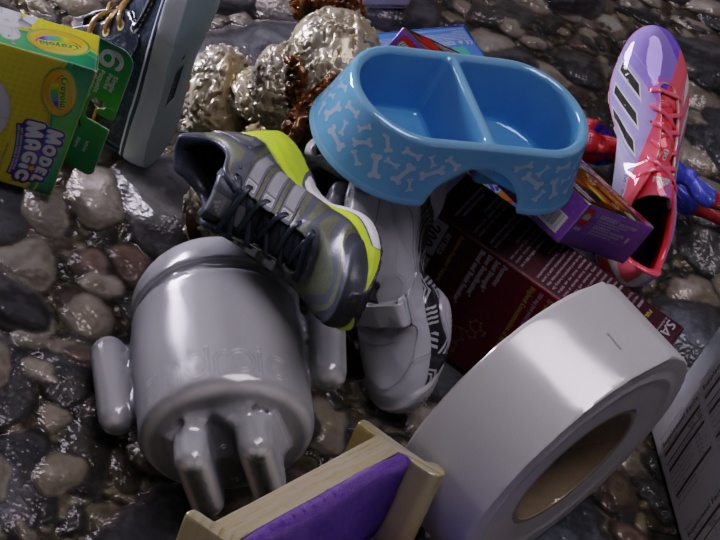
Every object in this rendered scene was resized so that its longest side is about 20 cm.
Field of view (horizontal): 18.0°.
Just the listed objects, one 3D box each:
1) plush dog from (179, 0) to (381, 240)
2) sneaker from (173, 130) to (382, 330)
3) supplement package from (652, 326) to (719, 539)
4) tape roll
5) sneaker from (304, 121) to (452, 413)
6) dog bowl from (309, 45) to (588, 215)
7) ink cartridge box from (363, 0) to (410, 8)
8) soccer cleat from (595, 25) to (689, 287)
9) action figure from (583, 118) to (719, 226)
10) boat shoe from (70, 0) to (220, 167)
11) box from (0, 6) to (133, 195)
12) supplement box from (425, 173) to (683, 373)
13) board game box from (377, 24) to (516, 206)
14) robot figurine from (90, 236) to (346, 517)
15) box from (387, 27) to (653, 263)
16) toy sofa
[{"bbox_3d":[-0.035,-0.106,1.612,0.160,0.172,0.201,13,44,-17],"label":"plush dog"},{"bbox_3d":[-0.056,-0.027,1.436,0.081,0.074,0.200,7,25,-37],"label":"sneaker"},{"bbox_3d":[0.317,0.149,1.570,0.151,0.151,0.201,8,46,-20],"label":"supplement package"},{"bbox_3d":[0.117,0.102,1.472,0.202,0.203,0.071,-23,63,-41],"label":"tape roll"},{"bbox_3d":[0.000,0.000,1.531,0.075,0.201,0.115,6,8,42],"label":"sneaker"},{"bbox_3d":[0.065,-0.097,1.511,0.199,0.050,0.112,4,46,-29],"label":"dog bowl"},{"bbox_3d":[-0.001,-0.334,1.871,0.082,0.146,0.201,-1,50,-31],"label":"ink cartridge box"},{"bbox_3d":[0.221,-0.087,1.730,0.066,0.076,0.201,9,90,-17],"label":"soccer cleat"},{"bbox_3d":[0.224,-0.087,1.805,0.199,0.065,0.052,21,81,-15],"label":"action figure"},{"bbox_3d":[-0.160,-0.165,1.585,0.091,0.201,0.071,30,41,8],"label":"boat shoe"},{"bbox_3d":[-0.263,-0.124,1.549,0.199,0.118,0.048,14,38,-16],"label":"box"},{"bbox_3d":[0.115,0.031,1.608,0.200,0.109,0.061,35,41,8],"label":"supplement box"},{"bbox_3d":[0.062,-0.101,1.754,0.151,0.045,0.200,-9,53,-35],"label":"board game box"},{"bbox_3d":[-0.090,0.060,1.467,0.169,0.113,0.201,-9,49,-1],"label":"robot figurine"},{"bbox_3d":[0.112,-0.090,1.653,0.200,0.039,0.137,46,14,23],"label":"box"},{"bbox_3d":[-0.024,0.170,1.340,0.097,0.083,0.200,33,28,22],"label":"toy sofa"}]
